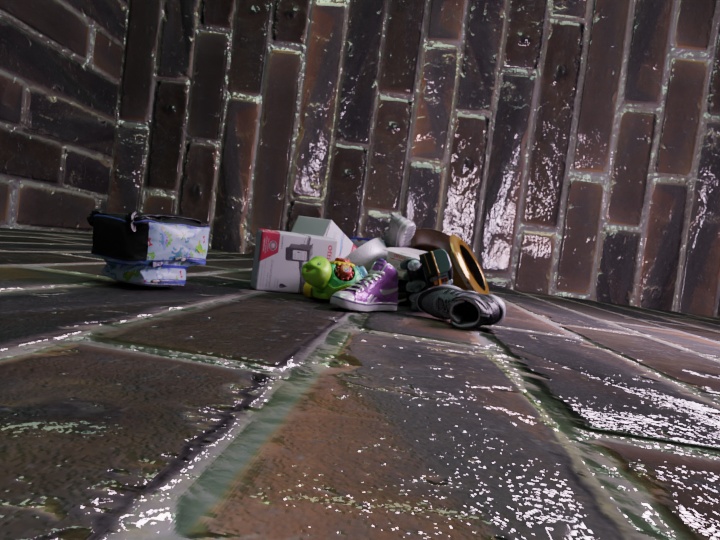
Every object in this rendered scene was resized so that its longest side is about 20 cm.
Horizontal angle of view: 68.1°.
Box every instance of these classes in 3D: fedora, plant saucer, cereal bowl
[{"bbox_3d":[0.263,0.007,1.402,0.081,0.203,0.200,-28,-13,23],"label":"fedora"},{"bbox_3d":[0.221,-0.041,1.536,0.199,0.037,0.201,24,-26,13],"label":"plant saucer"},{"bbox_3d":[0.000,0.000,1.468,0.199,0.084,0.200,-36,-7,-5],"label":"cereal bowl"}]

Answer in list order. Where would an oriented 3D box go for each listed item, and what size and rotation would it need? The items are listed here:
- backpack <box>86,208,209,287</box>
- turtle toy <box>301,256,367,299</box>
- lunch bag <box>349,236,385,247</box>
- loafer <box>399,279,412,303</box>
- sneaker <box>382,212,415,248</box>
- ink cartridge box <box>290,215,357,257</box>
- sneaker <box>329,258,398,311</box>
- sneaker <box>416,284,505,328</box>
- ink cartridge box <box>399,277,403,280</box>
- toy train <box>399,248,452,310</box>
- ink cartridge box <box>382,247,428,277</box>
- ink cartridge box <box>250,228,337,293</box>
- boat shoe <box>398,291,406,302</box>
[{"bbox_3d":[-0.417,-0.043,1.081,0.181,0.149,0.199,8,6,34],"label":"backpack"},{"bbox_3d":[-0.061,0.021,1.235,0.144,0.102,0.199,9,3,35],"label":"turtle toy"},{"bbox_3d":[0.039,-0.027,1.859,0.198,0.172,0.124,8,-1,27],"label":"lunch bag"},{"bbox_3d":[0.150,0.051,1.415,0.199,0.068,0.071,11,-35,31],"label":"loafer"},{"bbox_3d":[0.099,-0.088,1.509,0.074,0.201,0.082,-30,66,-32],"label":"sneaker"},{"bbox_3d":[-0.128,-0.062,1.730,0.144,0.146,0.200,10,-20,31],"label":"ink cartridge box"},{"bbox_3d":[0.012,0.029,1.153,0.072,0.116,0.199,11,5,38],"label":"sneaker"},{"bbox_3d":[0.191,0.073,1.103,0.198,0.077,0.113,7,4,33],"label":"sneaker"},{"bbox_3d":[0.139,0.041,1.599,0.145,0.084,0.199,10,3,36],"label":"ink cartridge box"},{"bbox_3d":[0.160,0.025,1.237,0.113,0.086,0.200,-16,-30,5],"label":"toy train"},{"bbox_3d":[0.142,-0.017,1.419,0.115,0.068,0.199,16,10,29],"label":"ink cartridge box"},{"bbox_3d":[-0.164,-0.020,1.338,0.198,0.147,0.083,5,4,-22],"label":"ink cartridge box"},{"bbox_3d":[0.028,0.046,1.368,0.197,0.069,0.072,9,2,-12],"label":"boat shoe"}]
